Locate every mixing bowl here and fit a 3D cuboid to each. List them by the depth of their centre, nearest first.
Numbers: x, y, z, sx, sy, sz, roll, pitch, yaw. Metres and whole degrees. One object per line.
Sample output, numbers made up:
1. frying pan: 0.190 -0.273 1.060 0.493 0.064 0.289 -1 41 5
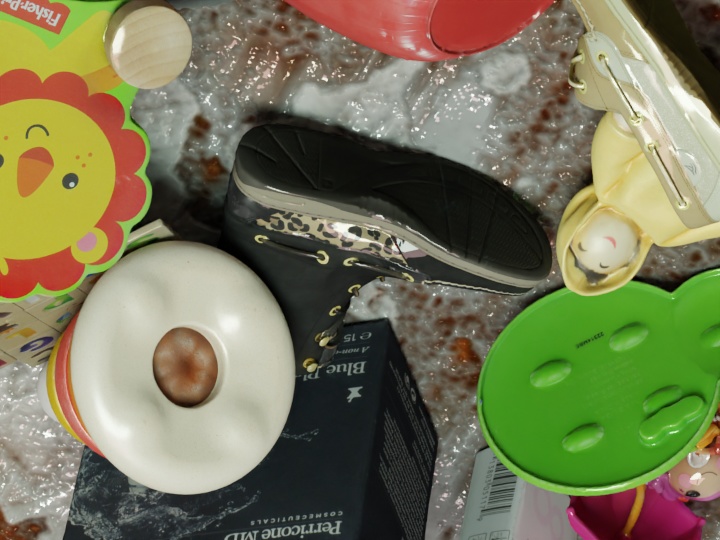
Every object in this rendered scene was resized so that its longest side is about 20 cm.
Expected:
1. mixing bowl: 0.044 -0.179 1.507 0.200 0.109 0.200 -29 153 -16

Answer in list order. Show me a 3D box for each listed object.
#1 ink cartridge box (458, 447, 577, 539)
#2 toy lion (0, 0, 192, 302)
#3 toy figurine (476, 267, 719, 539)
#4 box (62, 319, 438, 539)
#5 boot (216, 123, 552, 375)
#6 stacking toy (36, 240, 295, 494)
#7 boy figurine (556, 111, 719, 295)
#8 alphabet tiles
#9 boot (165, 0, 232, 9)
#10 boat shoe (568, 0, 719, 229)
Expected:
1. ink cartridge box: 0.121 0.233 1.909 0.057 0.163 0.200 -16 128 28
2. toy lion: -0.192 -0.081 1.561 0.199 0.069 0.192 22 103 -32
3. toy figurine: 0.187 0.106 1.832 0.199 0.150 0.184 -26 142 -1
4. box: -0.067 0.148 1.832 0.196 0.200 0.118 -9 130 15
5. boot: 0.000 0.000 1.774 0.199 0.073 0.151 15 136 -13
6. stacking toy: -0.145 0.064 1.777 0.146 0.147 0.200 37 156 -24
7. boy figurine: 0.181 -0.058 1.701 0.200 0.065 0.124 -35 122 29
8. alphabet tiles: -0.177 0.020 1.759 0.166 0.006 0.200 -26 167 3
9. boot: -0.063 -0.223 1.548 0.164 0.066 0.200 -7 151 -2
10. boat shoe: 0.148 -0.109 1.613 0.066 0.074 0.200 -34 92 25
